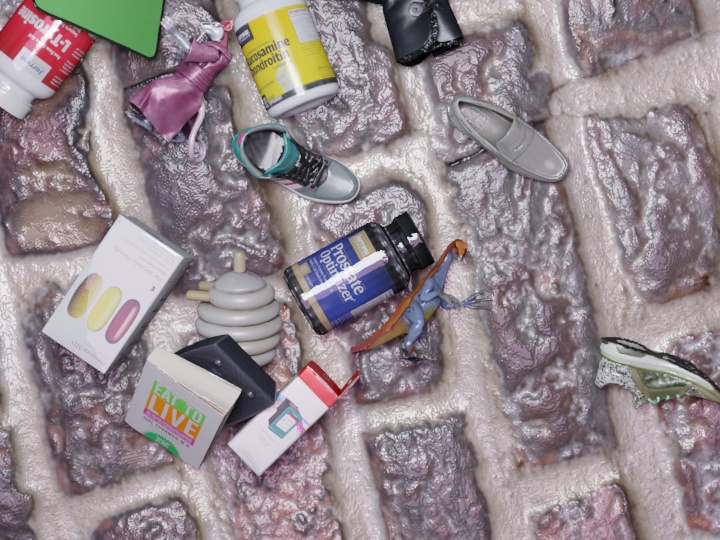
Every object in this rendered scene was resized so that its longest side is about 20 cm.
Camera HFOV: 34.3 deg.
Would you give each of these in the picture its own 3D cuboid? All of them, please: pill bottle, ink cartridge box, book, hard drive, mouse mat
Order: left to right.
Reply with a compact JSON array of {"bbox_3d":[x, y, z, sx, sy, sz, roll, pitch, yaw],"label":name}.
[{"bbox_3d":[-0.460,-0.321,1.678,0.112,0.112,0.200,38,91,0],"label":"pill bottle"},{"bbox_3d":[-0.363,-0.401,1.649,0.200,0.008,0.161,20,66,-37],"label":"mouse mat"},{"bbox_3d":[-0.257,0.195,1.652,0.134,0.200,0.048,32,53,2],"label":"book"},{"bbox_3d":[-0.212,0.158,1.651,0.135,0.200,0.042,47,47,-17],"label":"hard drive"},{"bbox_3d":[-0.115,-0.328,1.677,0.112,0.112,0.200,-22,90,0],"label":"pill bottle"},{"bbox_3d":[-0.092,0.196,1.681,0.200,0.116,0.067,-44,90,0],"label":"ink cartridge box"},{"bbox_3d":[0.000,0.000,1.682,0.200,0.112,0.112,-30,91,1],"label":"pill bottle"}]

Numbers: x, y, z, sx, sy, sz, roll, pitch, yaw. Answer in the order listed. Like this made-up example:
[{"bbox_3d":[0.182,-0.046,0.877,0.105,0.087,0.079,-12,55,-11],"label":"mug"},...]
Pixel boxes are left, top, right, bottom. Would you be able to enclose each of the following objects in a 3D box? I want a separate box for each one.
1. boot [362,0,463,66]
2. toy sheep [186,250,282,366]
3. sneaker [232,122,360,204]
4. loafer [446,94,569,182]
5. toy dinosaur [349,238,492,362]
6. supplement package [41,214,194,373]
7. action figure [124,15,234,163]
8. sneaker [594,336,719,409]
[{"bbox_3d":[0.038,-0.378,1.694,0.200,0.076,0.168,-14,87,-6],"label":"boot"},{"bbox_3d":[-0.177,0.070,1.675,0.138,0.138,0.200,0,109,0],"label":"toy sheep"},{"bbox_3d":[-0.094,-0.154,1.675,0.200,0.121,0.084,21,91,0],"label":"sneaker"},{"bbox_3d":[0.215,-0.191,1.700,0.200,0.070,0.070,29,90,0],"label":"loafer"},{"bbox_3d":[0.092,0.039,1.691,0.200,0.105,0.182,7,81,5],"label":"toy dinosaur"},{"bbox_3d":[-0.346,0.033,1.683,0.114,0.110,0.200,33,91,0],"label":"supplement package"},{"bbox_3d":[-0.237,-0.273,1.665,0.149,0.134,0.200,41,97,3],"label":"action figure"},{"bbox_3d":[0.433,0.166,1.712,0.200,0.077,0.089,21,104,5],"label":"sneaker"}]
